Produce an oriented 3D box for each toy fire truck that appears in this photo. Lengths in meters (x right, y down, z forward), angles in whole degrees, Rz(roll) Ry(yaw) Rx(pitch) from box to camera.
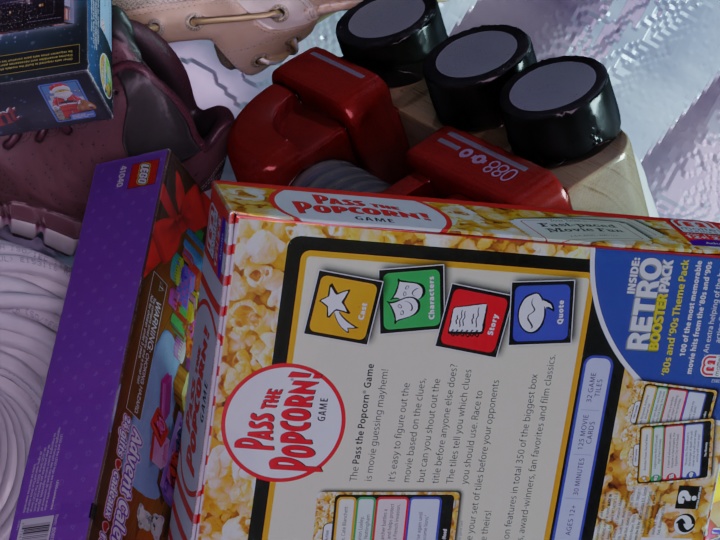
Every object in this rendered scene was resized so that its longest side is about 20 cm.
[{"bbox_3d":[0.000,0.000,0.908,0.200,0.176,0.129,-33,126,-21],"label":"toy fire truck"}]

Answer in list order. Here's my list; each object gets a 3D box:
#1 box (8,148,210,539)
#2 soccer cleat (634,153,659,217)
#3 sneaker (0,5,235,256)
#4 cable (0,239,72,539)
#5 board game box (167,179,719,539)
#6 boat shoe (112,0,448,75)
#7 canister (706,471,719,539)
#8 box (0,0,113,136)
[{"bbox_3d":[-0.077,0.070,0.907,0.039,0.137,0.200,-10,52,24],"label":"box"},{"bbox_3d":[0.060,0.020,1.003,0.200,0.069,0.085,-44,117,-16],"label":"soccer cleat"},{"bbox_3d":[-0.147,-0.073,0.953,0.200,0.076,0.116,13,127,-17],"label":"sneaker"},{"bbox_3d":[-0.178,0.083,0.922,0.200,0.069,0.200,-32,117,-26],"label":"cable"},{"bbox_3d":[0.036,0.052,0.821,0.200,0.046,0.152,5,106,-14],"label":"board game box"},{"bbox_3d":[-0.051,-0.122,0.988,0.200,0.072,0.065,-2,106,-7],"label":"boat shoe"},{"bbox_3d":[0.114,0.100,0.970,0.200,0.149,0.087,-11,72,-17],"label":"canister"},{"bbox_3d":[-0.204,-0.114,0.925,0.200,0.038,0.137,-8,61,7],"label":"box"}]
